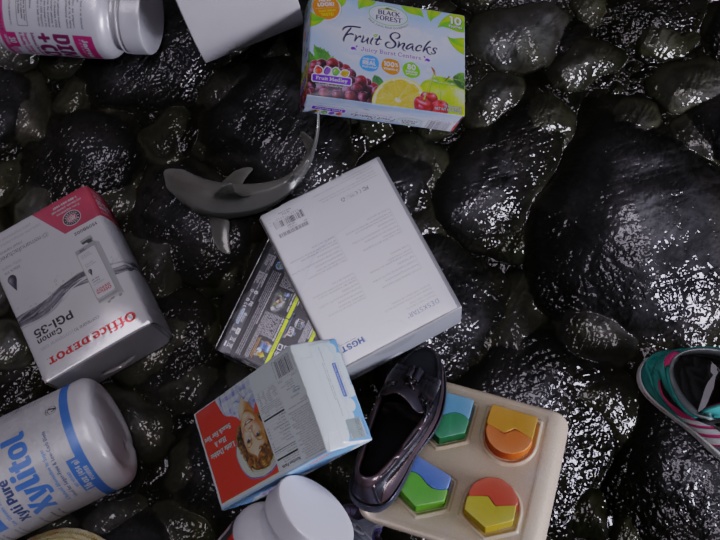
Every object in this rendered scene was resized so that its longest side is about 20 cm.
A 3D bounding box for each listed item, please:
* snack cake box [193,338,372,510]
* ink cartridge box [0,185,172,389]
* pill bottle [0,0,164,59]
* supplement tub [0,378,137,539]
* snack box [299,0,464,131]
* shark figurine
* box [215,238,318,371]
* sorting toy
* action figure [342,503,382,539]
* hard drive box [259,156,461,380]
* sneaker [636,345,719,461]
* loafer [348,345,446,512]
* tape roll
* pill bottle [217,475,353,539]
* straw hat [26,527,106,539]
[{"bbox_3d":[-0.089,0.168,0.960,0.200,0.067,0.116,-36,69,40],"label":"snack cake box"},{"bbox_3d":[-0.337,0.024,1.077,0.146,0.083,0.201,-30,73,-4],"label":"ink cartridge box"},{"bbox_3d":[-0.367,-0.337,1.171,0.198,0.113,0.114,5,74,7],"label":"pill bottle"},{"bbox_3d":[-0.365,0.218,0.999,0.199,0.132,0.133,-26,73,-3],"label":"supplement tub"},{"bbox_3d":[0.029,-0.258,1.112,0.198,0.053,0.143,5,72,-13],"label":"snack box"},{"bbox_3d":[-0.134,-0.106,1.096,0.213,0.090,0.129,-18,74,2],"label":"shark figurine"},{"bbox_3d":[-0.058,0.040,1.066,0.159,0.044,0.201,22,77,11],"label":"box"},{"bbox_3d":[0.117,0.209,0.974,0.199,0.037,0.186,17,56,9],"label":"sorting toy"},{"bbox_3d":[0.044,0.336,0.951,0.199,0.069,0.131,28,96,21],"label":"action figure"},{"bbox_3d":[0.000,0.000,1.009,0.155,0.077,0.201,-26,73,-3],"label":"hard drive box"},{"bbox_3d":[0.395,0.147,0.949,0.199,0.121,0.084,34,79,14],"label":"sneaker"},{"bbox_3d":[0.044,0.159,0.958,0.071,0.063,0.201,15,56,17],"label":"loafer"},{"bbox_3d":[-0.171,-0.381,1.120,0.138,0.203,0.204,-22,73,-1],"label":"tape roll"},{"bbox_3d":[-0.103,0.312,0.917,0.116,0.116,0.200,43,108,15],"label":"pill bottle"},{"bbox_3d":[-0.341,0.383,0.971,0.199,0.085,0.203,-2,74,6],"label":"straw hat"}]
